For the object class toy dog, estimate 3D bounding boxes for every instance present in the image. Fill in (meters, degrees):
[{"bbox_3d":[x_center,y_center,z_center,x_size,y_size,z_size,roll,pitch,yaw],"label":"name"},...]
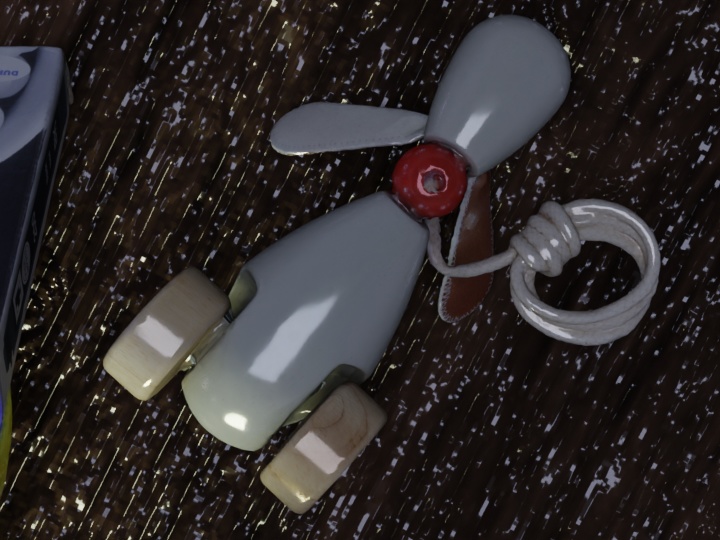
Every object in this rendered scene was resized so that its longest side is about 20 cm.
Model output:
[{"bbox_3d":[0.000,0.000,0.749,0.200,0.096,0.132,-29,90,-8],"label":"toy dog"}]

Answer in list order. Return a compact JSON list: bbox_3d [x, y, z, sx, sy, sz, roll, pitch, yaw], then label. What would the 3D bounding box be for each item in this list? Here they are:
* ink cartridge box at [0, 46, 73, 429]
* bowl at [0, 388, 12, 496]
[{"bbox_3d":[-0.214,0.000,0.713,0.198,0.200,0.043,1,140,4],"label":"ink cartridge box"},{"bbox_3d":[-0.223,0.086,0.741,0.200,0.200,0.108,5,139,4],"label":"bowl"}]
